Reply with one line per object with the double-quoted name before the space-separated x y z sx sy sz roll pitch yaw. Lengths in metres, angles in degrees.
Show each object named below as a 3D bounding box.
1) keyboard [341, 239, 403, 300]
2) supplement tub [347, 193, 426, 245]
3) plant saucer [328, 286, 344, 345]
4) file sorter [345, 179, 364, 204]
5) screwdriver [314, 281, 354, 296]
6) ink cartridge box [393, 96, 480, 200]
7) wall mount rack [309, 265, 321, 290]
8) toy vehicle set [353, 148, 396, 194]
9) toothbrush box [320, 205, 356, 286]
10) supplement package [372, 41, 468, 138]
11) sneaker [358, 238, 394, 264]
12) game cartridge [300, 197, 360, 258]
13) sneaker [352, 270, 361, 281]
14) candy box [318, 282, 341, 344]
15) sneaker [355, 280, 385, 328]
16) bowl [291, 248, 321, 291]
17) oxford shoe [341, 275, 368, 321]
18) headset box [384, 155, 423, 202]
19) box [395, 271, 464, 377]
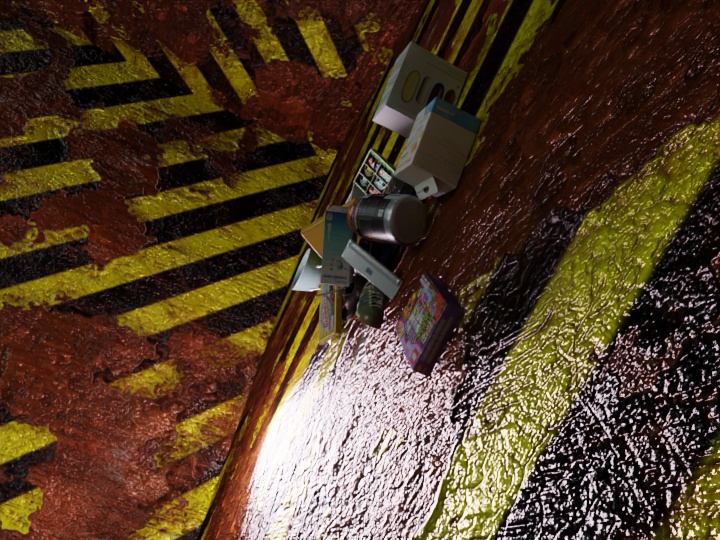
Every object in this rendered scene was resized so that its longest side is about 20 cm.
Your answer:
"keyboard" 0.026 -0.004 1.481 0.200 0.011 0.057 40 118 31
"supplement tub" 0.061 -0.131 1.468 0.199 0.122 0.124 12 77 52
"plant saucer" -0.082 0.133 1.834 0.201 0.038 0.203 18 -90 -89
"file sorter" 0.011 -0.165 1.874 0.201 0.137 0.125 -81 16 -50
"screwdriver" -0.059 0.053 1.709 0.029 0.198 0.028 52 131 31
"ink cartridge box" 0.175 -0.276 1.385 0.202 0.124 0.128 -68 12 -10
"wall mount rack" -0.129 0.004 2.314 0.174 0.074 0.202 -51 19 53
"toy vehicle set" 0.066 -0.269 1.801 0.200 0.026 0.125 49 122 33
"toothbrush box" -0.056 -0.071 1.626 0.146 0.084 0.203 -65 -18 -79
"supplement package" 0.168 -0.497 1.675 0.147 0.189 0.202 171 121 -77
"sneaker" 0.042 -0.076 1.597 0.070 0.078 0.201 -19 32 39
"game cartridge" -0.051 -0.106 1.757 0.198 0.177 0.033 -26 37 19
"sneaker" 0.000 0.000 1.755 0.073 0.072 0.200 -57 5 -9
"candy box" -0.090 0.109 1.742 0.102 0.026 0.202 -39 44 50
"sneaker" 0.030 0.076 1.490 0.200 0.066 0.091 -110 40 -77
"bowl" -0.224 0.012 2.645 0.201 0.104 0.203 -157 90 -79
"oxford shoe" -0.023 0.078 1.709 0.072 0.072 0.201 -80 17 -45
"headset box" 0.130 -0.235 1.624 0.200 0.074 0.150 -114 48 -74
"box" 0.125 0.095 1.110 0.200 0.039 0.138 -111 45 -73
